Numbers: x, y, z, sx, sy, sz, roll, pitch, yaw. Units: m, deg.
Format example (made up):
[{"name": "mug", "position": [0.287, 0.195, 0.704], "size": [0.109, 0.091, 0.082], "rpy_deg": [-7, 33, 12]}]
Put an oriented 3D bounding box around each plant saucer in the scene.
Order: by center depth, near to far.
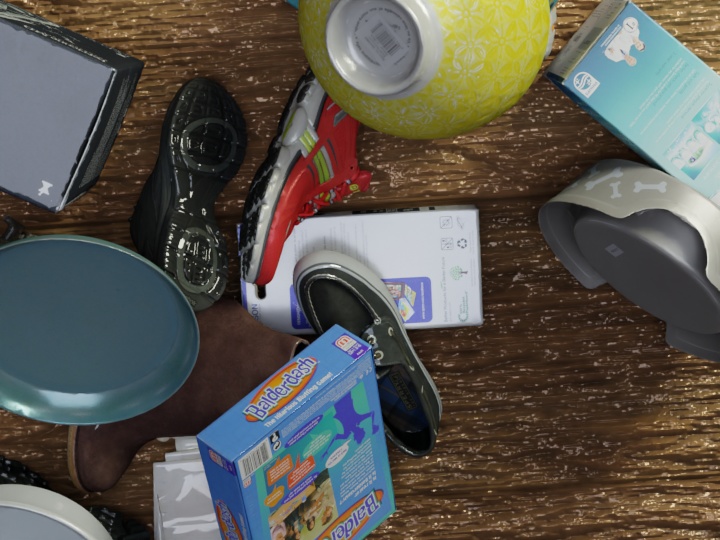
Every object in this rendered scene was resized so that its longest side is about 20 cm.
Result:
[{"name": "plant saucer", "position": [-0.224, 0.043, 1.455], "size": [0.200, 0.027, 0.200], "rpy_deg": [-1, 133, -1]}]

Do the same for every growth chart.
[{"name": "growth chart", "position": [-0.114, 0.218, 1.599], "size": [0.144, 0.018, 0.200], "rpy_deg": [4, 99, -1]}]

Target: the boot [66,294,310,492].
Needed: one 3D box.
[{"name": "boot", "position": [-0.142, 0.114, 1.520], "size": [0.166, 0.072, 0.200], "rpy_deg": [25, 92, 33]}]

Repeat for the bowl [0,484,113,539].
[{"name": "bowl", "position": [-0.270, 0.243, 1.500], "size": [0.201, 0.090, 0.201], "rpy_deg": [3, 117, 5]}]

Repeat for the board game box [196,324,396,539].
[{"name": "board game box", "position": [-0.046, 0.162, 1.489], "size": [0.152, 0.045, 0.200], "rpy_deg": [-38, 140, -28]}]

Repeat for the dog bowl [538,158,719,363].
[{"name": "dog bowl", "position": [0.238, -0.011, 1.479], "size": [0.200, 0.200, 0.059], "rpy_deg": [39, 75, -6]}]

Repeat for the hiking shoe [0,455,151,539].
[{"name": "hiking shoe", "position": [-0.278, 0.221, 1.572], "size": [0.200, 0.074, 0.087], "rpy_deg": [27, 104, 0]}]

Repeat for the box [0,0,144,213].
[{"name": "box", "position": [-0.288, -0.143, 1.453], "size": [0.200, 0.197, 0.124], "rpy_deg": [23, 98, -4]}]

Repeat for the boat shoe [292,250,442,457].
[{"name": "boat shoe", "position": [0.011, 0.069, 1.522], "size": [0.069, 0.057, 0.200], "rpy_deg": [-27, 120, 14]}]

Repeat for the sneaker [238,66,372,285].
[{"name": "sneaker", "position": [-0.035, -0.074, 1.506], "size": [0.085, 0.077, 0.200], "rpy_deg": [26, 78, -11]}]

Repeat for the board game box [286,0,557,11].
[{"name": "board game box", "position": [0.045, -0.228, 1.468], "size": [0.200, 0.047, 0.151], "rpy_deg": [37, 121, 7]}]

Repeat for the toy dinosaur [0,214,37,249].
[{"name": "toy dinosaur", "position": [-0.297, 0.014, 1.512], "size": [0.077, 0.200, 0.102], "rpy_deg": [24, 74, -29]}]

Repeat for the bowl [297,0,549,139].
[{"name": "bowl", "position": [0.031, -0.181, 1.403], "size": [0.200, 0.108, 0.200], "rpy_deg": [9, 114, 21]}]

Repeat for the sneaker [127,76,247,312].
[{"name": "sneaker", "position": [-0.149, -0.061, 1.517], "size": [0.076, 0.091, 0.200], "rpy_deg": [22, 68, -34]}]

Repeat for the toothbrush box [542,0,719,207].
[{"name": "toothbrush box", "position": [0.251, -0.120, 1.481], "size": [0.200, 0.146, 0.085], "rpy_deg": [38, 97, -7]}]

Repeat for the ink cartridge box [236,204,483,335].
[{"name": "ink cartridge box", "position": [0.000, 0.000, 1.555], "size": [0.200, 0.039, 0.100], "rpy_deg": [-2, 99, -1]}]

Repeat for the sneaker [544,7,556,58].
[{"name": "sneaker", "position": [0.095, -0.254, 1.503], "size": [0.077, 0.078, 0.200], "rpy_deg": [-25, 95, 17]}]
